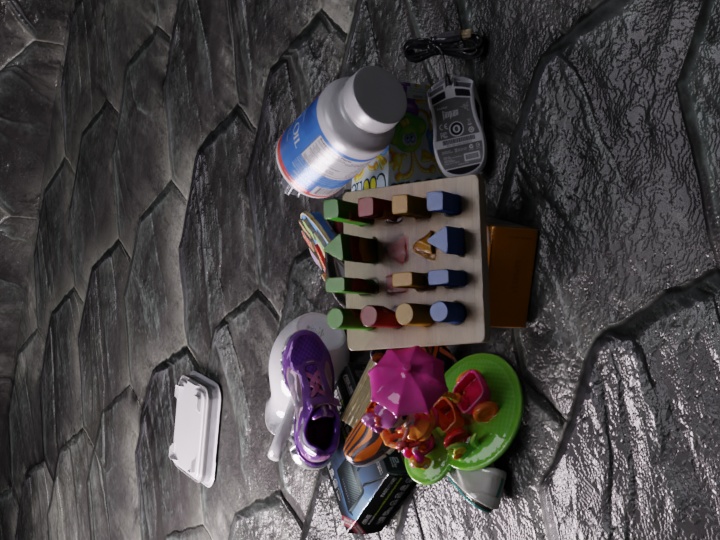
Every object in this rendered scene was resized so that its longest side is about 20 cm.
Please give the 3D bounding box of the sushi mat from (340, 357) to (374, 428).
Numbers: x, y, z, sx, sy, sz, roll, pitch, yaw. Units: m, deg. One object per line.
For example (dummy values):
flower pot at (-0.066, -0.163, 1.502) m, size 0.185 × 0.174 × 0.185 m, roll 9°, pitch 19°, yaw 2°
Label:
sushi mat at (0.040, 0.135, 1.772) m, size 0.095 × 0.012 × 0.202 m, roll 26°, pitch 89°, yaw 57°

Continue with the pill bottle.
pill bottle at (-0.022, -0.185, 1.669) m, size 0.200 × 0.111 × 0.114 m, roll -38°, pitch 56°, yaw 52°

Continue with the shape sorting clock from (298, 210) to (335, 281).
shape sorting clock at (-0.038, 0.003, 1.873) m, size 0.202 × 0.039 × 0.200 m, roll 62°, pitch 174°, yaw 12°

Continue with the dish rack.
dish rack at (-0.324, 0.304, 2.448) m, size 0.171 × 0.043 × 0.203 m, roll 16°, pitch 101°, yaw 61°

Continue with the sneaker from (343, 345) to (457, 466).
sneaker at (0.031, 0.160, 1.671) m, size 0.200 × 0.112 × 0.077 m, roll -48°, pitch 41°, yaw -3°

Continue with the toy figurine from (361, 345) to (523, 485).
toy figurine at (0.071, 0.167, 1.554) m, size 0.200 × 0.183 × 0.151 m, roll -44°, pitch 46°, yaw 21°

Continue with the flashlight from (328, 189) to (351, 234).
flashlight at (0.016, -0.037, 1.831) m, size 0.200 × 0.067 × 0.068 m, roll 55°, pitch 169°, yaw 47°

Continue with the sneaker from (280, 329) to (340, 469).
sneaker at (-0.064, 0.184, 1.820) m, size 0.088 × 0.079 × 0.203 m, roll 153°, pitch 112°, yaw -73°

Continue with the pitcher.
pitcher at (-0.093, 0.180, 1.945) m, size 0.172 × 0.120 × 0.201 m, roll -76°, pitch 6°, yaw -52°

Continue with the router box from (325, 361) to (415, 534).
router box at (0.006, 0.258, 1.846) m, size 0.151 × 0.061 × 0.201 m, roll -59°, pitch 40°, yaw 38°

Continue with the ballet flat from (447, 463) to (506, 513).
ballet flat at (0.124, 0.242, 1.649) m, size 0.200 × 0.069 × 0.070 m, roll 33°, pitch 116°, yaw 52°

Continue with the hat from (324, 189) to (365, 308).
hat at (0.000, 0.000, 1.681) m, size 0.200 × 0.080 × 0.203 m, roll 41°, pitch 141°, yaw 45°

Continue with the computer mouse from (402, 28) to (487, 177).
computer mouse at (0.121, -0.214, 1.667) m, size 0.044 × 0.108 × 0.203 m, roll 23°, pitch -122°, yaw -76°

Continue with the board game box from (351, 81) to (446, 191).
board game box at (0.056, -0.150, 1.744) m, size 0.103 × 0.104 × 0.203 m, roll 5°, pitch 93°, yaw 60°

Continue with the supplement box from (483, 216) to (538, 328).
supplement box at (0.134, -0.008, 1.625) m, size 0.199 × 0.073 × 0.128 m, roll 18°, pitch 104°, yaw 60°

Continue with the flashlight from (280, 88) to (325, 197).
flashlight at (-0.071, -0.197, 2.009) m, size 0.201 × 0.067 × 0.069 m, roll -56°, pitch 37°, yaw 41°

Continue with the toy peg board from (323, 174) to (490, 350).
toy peg board at (0.046, -0.009, 1.537) m, size 0.197 × 0.097 × 0.203 m, roll -5°, pitch 84°, yaw 33°
